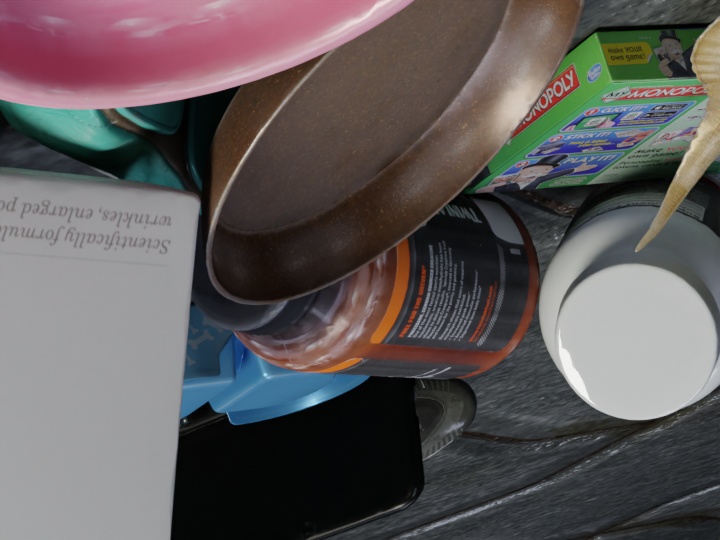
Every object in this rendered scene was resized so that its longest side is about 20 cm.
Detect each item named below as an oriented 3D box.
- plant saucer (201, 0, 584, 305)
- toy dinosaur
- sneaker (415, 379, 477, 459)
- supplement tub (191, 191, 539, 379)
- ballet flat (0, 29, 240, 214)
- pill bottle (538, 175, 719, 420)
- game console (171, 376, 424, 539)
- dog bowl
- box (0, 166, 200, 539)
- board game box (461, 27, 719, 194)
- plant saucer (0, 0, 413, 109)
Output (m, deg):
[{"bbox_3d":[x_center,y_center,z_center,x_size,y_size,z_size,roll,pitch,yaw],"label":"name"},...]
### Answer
[{"bbox_3d":[0.008,-0.068,0.896,0.200,0.034,0.200,-36,157,-18],"label":"plant saucer"},{"bbox_3d":[0.198,-0.096,1.045,0.101,0.058,0.200,3,135,-26],"label":"toy dinosaur"},{"bbox_3d":[-0.011,0.125,1.567,0.200,0.067,0.091,-15,-176,1],"label":"sneaker"},{"bbox_3d":[0.000,0.000,1.102,0.107,0.107,0.200,-26,162,30],"label":"supplement tub"},{"bbox_3d":[-0.093,-0.066,0.883,0.070,0.067,0.200,4,171,18],"label":"ballet flat"},{"bbox_3d":[0.155,0.013,1.174,0.111,0.111,0.200,-21,-172,16],"label":"pill bottle"},{"bbox_3d":[-0.032,0.123,1.443,0.200,0.117,0.176,-22,171,20],"label":"game console"},{"bbox_3d":[-0.087,0.056,1.315,0.200,0.050,0.111,-5,161,-37],"label":"dog bowl"},{"bbox_3d":[-0.182,0.057,0.833,0.199,0.200,0.131,5,-179,-34],"label":"box"},{"bbox_3d":[0.163,-0.084,1.127,0.200,0.029,0.135,-6,160,-34],"label":"board game box"},{"bbox_3d":[-0.052,-0.122,0.707,0.200,0.051,0.201,-17,161,-6],"label":"plant saucer"}]
